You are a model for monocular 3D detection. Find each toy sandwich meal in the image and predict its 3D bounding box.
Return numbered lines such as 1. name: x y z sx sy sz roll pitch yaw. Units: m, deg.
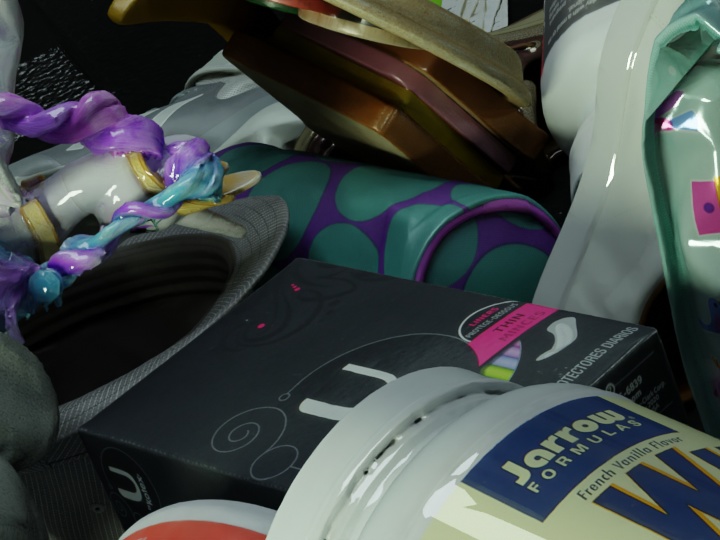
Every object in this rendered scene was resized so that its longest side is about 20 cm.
1. toy sandwich meal: -0.015 -0.092 1.175 0.205 0.205 0.070 28 93 58

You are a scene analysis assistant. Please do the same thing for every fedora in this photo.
1. fedora: -0.099 0.056 1.134 0.200 0.090 0.177 -21 23 18

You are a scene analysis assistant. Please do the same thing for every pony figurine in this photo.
1. pony figurine: -0.162 -0.043 1.064 0.200 0.193 0.167 -28 33 13

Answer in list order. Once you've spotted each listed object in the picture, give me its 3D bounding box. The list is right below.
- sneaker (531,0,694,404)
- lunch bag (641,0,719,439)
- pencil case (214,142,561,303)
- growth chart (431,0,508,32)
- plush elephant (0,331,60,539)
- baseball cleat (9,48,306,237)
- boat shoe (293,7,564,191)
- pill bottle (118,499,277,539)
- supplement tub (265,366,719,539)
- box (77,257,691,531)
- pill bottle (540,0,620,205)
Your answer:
1. sneaker: 0.133 -0.042 1.058 0.085 0.200 0.073 27 20 38
2. lunch bag: 0.182 -0.043 0.975 0.122 0.200 0.170 1 33 40
3. pencil case: 0.000 0.000 1.171 0.085 0.093 0.200 5 6 -36
4. growth chart: 0.020 -0.119 1.469 0.144 0.018 0.200 -20 25 7
5. plush elephant: -0.183 0.104 1.008 0.155 0.200 0.165 13 63 -10
6. baseball cleat: -0.099 -0.056 1.378 0.200 0.070 0.107 -10 37 1
7. boat shoe: 0.064 -0.073 1.284 0.200 0.072 0.072 -22 23 -14
8. pill bottle: -0.064 0.172 0.845 0.112 0.113 0.200 -6 35 30
9. supplement tub: 0.080 0.117 0.764 0.200 0.145 0.145 23 49 38
10. box: 0.015 0.079 0.979 0.122 0.106 0.200 -38 29 -30
11. pill bottle: 0.134 -0.104 1.199 0.110 0.111 0.200 -13 47 20
